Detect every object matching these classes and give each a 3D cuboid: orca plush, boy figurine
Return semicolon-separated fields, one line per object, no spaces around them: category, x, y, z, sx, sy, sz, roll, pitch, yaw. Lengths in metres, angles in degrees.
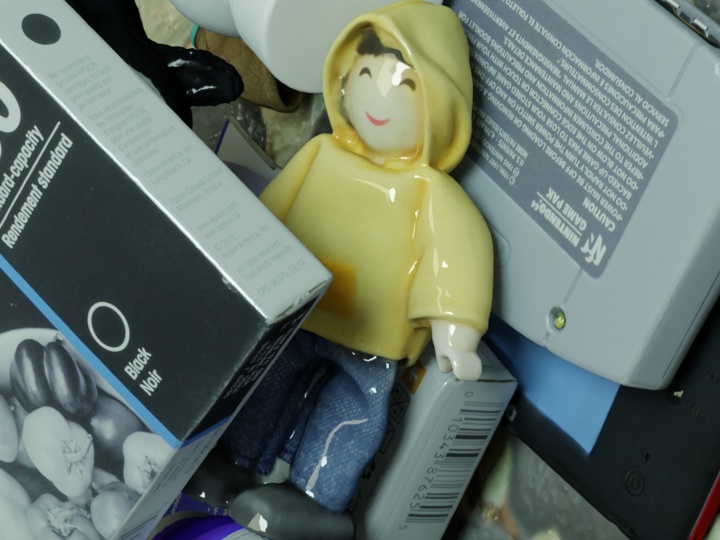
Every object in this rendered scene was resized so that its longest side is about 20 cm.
orca plush;-0.072;-0.061;0.755;0.201;0.071;0.106;56;162;29
boy figurine;0.000;0.000;0.747;0.124;0.064;0.202;27;101;35

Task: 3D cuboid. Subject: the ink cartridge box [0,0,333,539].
ink cartridge box;-0.129;0.000;0.732;0.200;0.043;0.199;46;130;12

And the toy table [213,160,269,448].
toy table;-0.119;0.009;0.865;0.199;0.116;0.186;-15;74;55

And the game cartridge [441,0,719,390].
game cartridge;0.071;-0.053;0.750;0.200;0.041;0.134;49;119;42

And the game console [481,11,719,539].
game console;0.091;-0.015;0.766;0.200;0.031;0.178;42;114;45

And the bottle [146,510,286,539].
bottle;-0.045;0.136;0.752;0.084;0.065;0.200;-46;17;-6

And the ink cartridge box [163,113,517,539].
ink cartridge box;-0.032;0.068;0.869;0.200;0.047;0.199;54;129;47

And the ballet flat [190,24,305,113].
ballet flat;-0.005;-0.152;0.883;0.072;0.068;0.201;42;115;22

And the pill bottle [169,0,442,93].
pill bottle;-0.049;-0.163;0.798;0.200;0.112;0.113;52;121;34
